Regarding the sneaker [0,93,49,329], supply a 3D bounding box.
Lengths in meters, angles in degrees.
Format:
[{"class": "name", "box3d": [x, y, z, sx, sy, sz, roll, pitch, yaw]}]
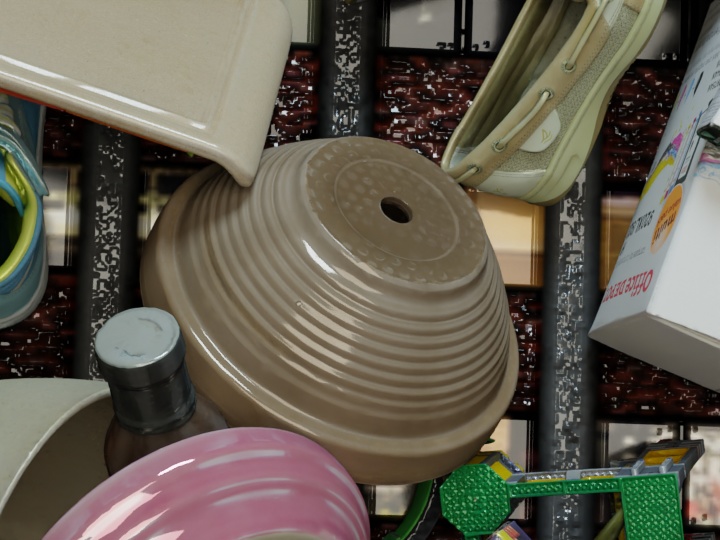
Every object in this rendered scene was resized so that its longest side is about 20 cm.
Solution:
[{"class": "sneaker", "box3d": [-0.193, -0.075, 1.302, 0.079, 0.131, 0.201, -10, 84, -7]}]

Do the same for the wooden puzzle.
[{"class": "wooden puzzle", "box3d": [-0.135, -0.120, 1.300, 0.199, 0.185, 0.037, 23, 120, -7]}]

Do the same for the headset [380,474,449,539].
[{"class": "headset", "box3d": [-0.039, 0.070, 1.347, 0.123, 0.094, 0.200, -35, 104, -11]}]

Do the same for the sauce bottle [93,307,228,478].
[{"class": "sauce bottle", "box3d": [-0.086, 0.102, 1.231, 0.064, 0.200, 0.065, -5, 42, 4]}]

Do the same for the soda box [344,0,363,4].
[{"class": "soda box", "box3d": [0.080, -0.204, 1.375, 0.199, 0.064, 0.068, -16, 86, -7]}]

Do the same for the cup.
[{"class": "cup", "box3d": [-0.195, 0.136, 1.267, 0.143, 0.200, 0.201, 15, 83, 24]}]

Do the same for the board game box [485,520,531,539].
[{"class": "board game box", "box3d": [0.079, 0.250, 1.248, 0.165, 0.057, 0.200, -44, 82, 8]}]

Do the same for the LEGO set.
[{"class": "LEGO set", "box3d": [0.122, 0.169, 1.339, 0.153, 0.116, 0.201, -14, 92, 17]}]

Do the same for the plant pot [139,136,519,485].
[{"class": "plant pot", "box3d": [0.000, 0.000, 1.280, 0.200, 0.093, 0.201, 19, 41, -17]}]

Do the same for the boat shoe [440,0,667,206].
[{"class": "boat shoe", "box3d": [0.104, -0.128, 1.330, 0.063, 0.073, 0.201, 11, 118, -25]}]

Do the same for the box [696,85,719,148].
[{"class": "box", "box3d": [0.282, -0.082, 1.252, 0.200, 0.036, 0.145, 29, 82, -1]}]

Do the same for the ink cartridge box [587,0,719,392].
[{"class": "ink cartridge box", "box3d": [0.227, -0.036, 1.333, 0.144, 0.147, 0.201, 21, 82, -4]}]

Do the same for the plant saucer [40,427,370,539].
[{"class": "plant saucer", "box3d": [-0.074, 0.167, 1.202, 0.200, 0.201, 0.051, -39, 49, -8]}]
